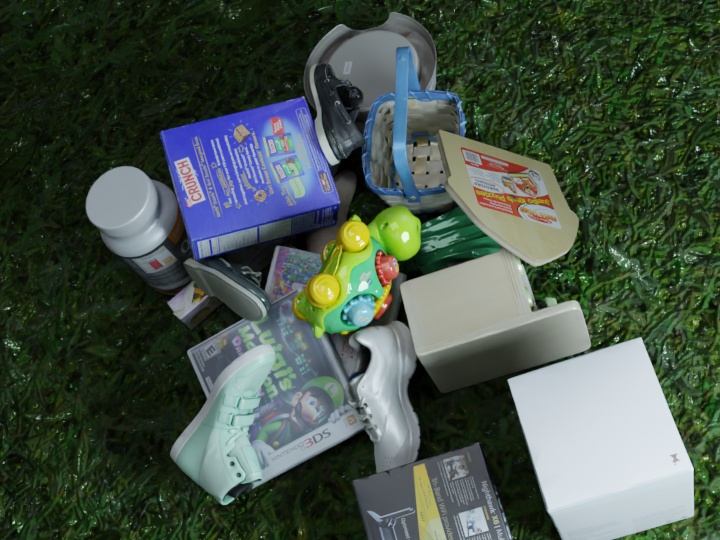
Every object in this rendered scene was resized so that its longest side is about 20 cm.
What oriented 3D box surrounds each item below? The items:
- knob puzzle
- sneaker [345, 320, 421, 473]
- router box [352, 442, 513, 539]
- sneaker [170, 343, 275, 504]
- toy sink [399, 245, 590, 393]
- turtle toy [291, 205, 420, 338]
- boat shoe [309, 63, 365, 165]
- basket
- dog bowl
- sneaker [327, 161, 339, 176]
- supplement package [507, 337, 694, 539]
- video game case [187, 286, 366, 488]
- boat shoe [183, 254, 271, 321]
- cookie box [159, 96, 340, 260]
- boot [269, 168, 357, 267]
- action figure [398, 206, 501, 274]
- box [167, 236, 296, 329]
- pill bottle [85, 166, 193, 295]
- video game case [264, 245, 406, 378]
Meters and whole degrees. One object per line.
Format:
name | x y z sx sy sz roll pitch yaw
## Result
knob puzzle | 0.183 -0.076 1.306 0.030 0.219 0.220 -54 50 37
sneaker | 0.021 0.163 1.292 0.074 0.087 0.201 -15 77 56
router box | 0.094 0.315 1.211 0.157 0.052 0.201 -18 76 9
sneaker | -0.140 0.194 1.312 0.118 0.074 0.201 41 106 23
toy sink | 0.165 0.053 1.300 0.199 0.130 0.112 -18 60 10
turtle toy | 0.000 0.000 1.296 0.101 0.146 0.200 32 74 -5
boat shoe | -0.026 -0.225 1.447 0.066 0.075 0.200 -21 38 13
basket | 0.069 -0.169 1.397 0.139 0.200 0.177 0 61 9
dog bowl | 0.020 -0.282 1.553 0.199 0.059 0.201 -8 62 15
sneaker | -0.108 -0.142 1.502 0.200 0.099 0.078 -43 60 -6
supplement package | 0.265 0.195 1.155 0.151 0.200 0.151 -18 61 8
video game case | -0.108 0.150 1.359 0.181 0.023 0.200 -29 76 11
boat shoe | -0.165 0.009 1.393 0.062 0.073 0.200 -38 31 -20
cookie box | -0.147 -0.123 1.405 0.199 0.075 0.172 -15 68 -10
boot | -0.025 -0.027 1.441 0.146 0.070 0.200 35 83 26
action figure | 0.135 -0.044 1.400 0.199 0.055 0.118 -22 62 2
box | -0.180 0.001 1.490 0.200 0.041 0.039 -41 60 -5
pill bottle | -0.287 -0.054 1.460 0.116 0.200 0.117 -7 64 15
video game case | -0.049 0.082 1.375 0.181 0.024 0.201 13 87 17
